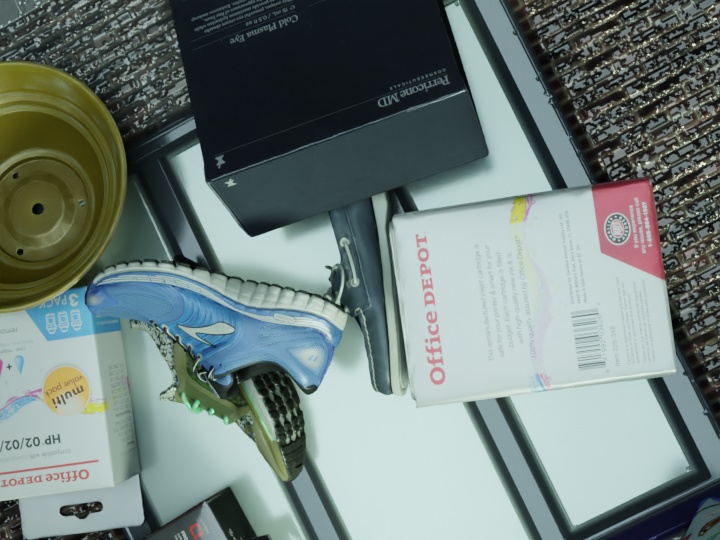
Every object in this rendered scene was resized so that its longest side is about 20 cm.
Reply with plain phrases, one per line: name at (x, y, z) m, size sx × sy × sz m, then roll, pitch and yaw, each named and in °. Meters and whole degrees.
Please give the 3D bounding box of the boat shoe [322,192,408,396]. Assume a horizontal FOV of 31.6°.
boat shoe at (0.000, 0.000, 0.996) m, size 0.061 × 0.075 × 0.203 m, roll -9°, pitch 87°, yaw 6°

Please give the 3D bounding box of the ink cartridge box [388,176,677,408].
ink cartridge box at (0.131, 0.016, 0.972) m, size 0.197 × 0.086 × 0.150 m, roll -7°, pitch 90°, yaw 9°

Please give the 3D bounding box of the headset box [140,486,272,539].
headset box at (-0.142, 0.281, 1.016) m, size 0.199 × 0.077 × 0.150 m, roll -31°, pitch 86°, yaw 8°

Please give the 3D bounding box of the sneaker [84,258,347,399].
sneaker at (-0.114, 0.046, 0.941) m, size 0.197 × 0.079 × 0.090 m, roll 12°, pitch 84°, yaw 11°

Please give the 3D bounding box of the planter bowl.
planter bowl at (-0.271, -0.058, 1.022) m, size 0.197 × 0.083 × 0.203 m, roll -1°, pitch 79°, yaw 7°

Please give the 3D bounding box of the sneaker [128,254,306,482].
sneaker at (-0.116, 0.090, 1.021) m, size 0.088 × 0.077 × 0.201 m, roll -37°, pitch 78°, yaw 16°

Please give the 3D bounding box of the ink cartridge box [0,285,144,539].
ink cartridge box at (-0.249, 0.119, 1.034) m, size 0.113 × 0.068 × 0.203 m, roll -9°, pitch 89°, yaw 8°

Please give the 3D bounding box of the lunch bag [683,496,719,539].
lunch bag at (0.256, 0.280, 0.912) m, size 0.123 × 0.170 × 0.202 m, roll 23°, pitch 94°, yaw 10°

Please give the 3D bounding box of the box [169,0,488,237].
box at (-0.026, -0.152, 0.956) m, size 0.197 × 0.104 × 0.184 m, roll -18°, pitch 64°, yaw 8°
